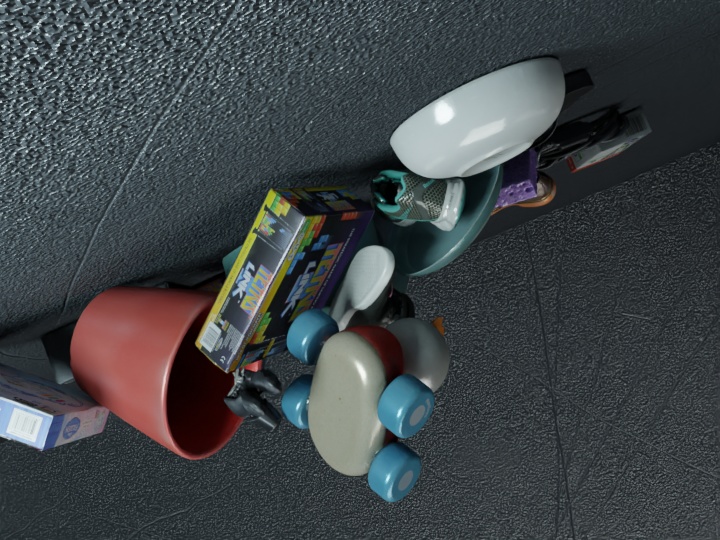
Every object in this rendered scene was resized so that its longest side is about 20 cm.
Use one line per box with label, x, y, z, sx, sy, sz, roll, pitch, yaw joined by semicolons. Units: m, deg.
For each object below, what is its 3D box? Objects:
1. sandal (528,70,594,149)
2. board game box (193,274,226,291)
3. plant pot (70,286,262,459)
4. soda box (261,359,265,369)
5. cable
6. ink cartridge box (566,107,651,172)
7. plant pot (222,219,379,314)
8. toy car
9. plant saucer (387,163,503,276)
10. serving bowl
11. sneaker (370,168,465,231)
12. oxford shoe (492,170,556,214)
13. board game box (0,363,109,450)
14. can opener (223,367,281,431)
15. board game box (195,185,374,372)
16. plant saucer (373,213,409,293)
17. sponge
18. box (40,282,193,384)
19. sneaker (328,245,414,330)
sandal;0.217;-0.182;1.029;0.075;0.044;0.200;-22;175;-21
board game box;-0.221;0.044;1.370;0.197;0.058;0.165;-24;177;8
plant pot;-0.243;0.107;1.013;0.174;0.205;0.199;14;-168;26
soda box;-0.170;0.085;1.182;0.062;0.202;0.070;16;133;-17
cable;0.349;-0.205;1.353;0.197;0.052;0.163;-23;175;-9
ink cartridge box;0.437;-0.227;1.517;0.107;0.051;0.200;-22;174;-11
plant pot;-0.081;0.007;1.150;0.198;0.144;0.140;-6;165;-45
toy car;0.040;0.129;0.970;0.198;0.180;0.183;-21;-140;-41
plant saucer;0.108;-0.075;1.020;0.200;0.027;0.202;-44;-154;28
serving bowl;0.133;-0.149;0.883;0.197;0.067;0.200;-24;175;-2
sneaker;0.047;-0.097;1.003;0.090;0.079;0.199;13;178;-24
oxford shoe;0.225;-0.138;1.395;0.197;0.073;0.073;-11;162;28
board game box;-0.417;0.148;0.963;0.196;0.044;0.199;19;176;3
can opener;-0.113;0.138;0.940;0.064;0.078;0.200;-64;-176;-17
board game box;-0.082;0.006;0.937;0.165;0.056;0.202;-13;136;-61
plant saucer;0.000;0.000;1.261;0.035;0.204;0.199;17;150;-36
sponge;0.143;-0.109;1.125;0.197;0.030;0.112;-19;-149;23
box;-0.343;0.094;1.221;0.197;0.080;0.141;-23;172;2
sneaker;0.031;0.031;1.017;0.097;0.072;0.201;7;151;-16
